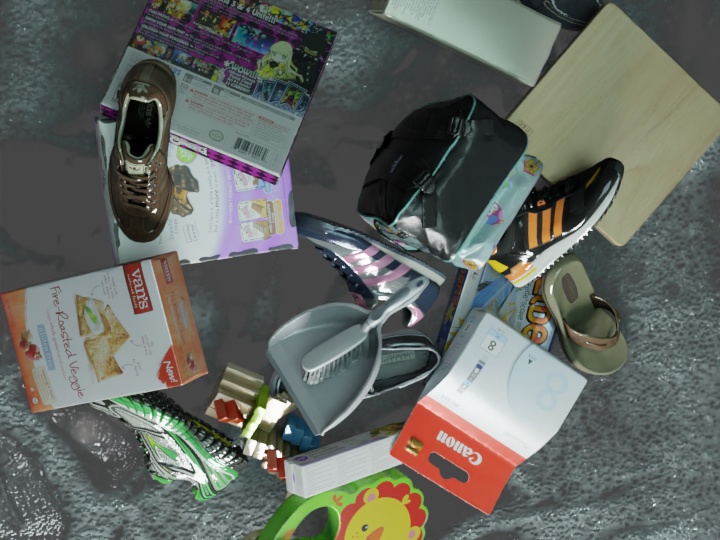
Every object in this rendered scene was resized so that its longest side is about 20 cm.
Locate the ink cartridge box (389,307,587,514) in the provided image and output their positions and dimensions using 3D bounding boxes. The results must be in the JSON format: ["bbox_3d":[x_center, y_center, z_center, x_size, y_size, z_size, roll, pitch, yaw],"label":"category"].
[{"bbox_3d":[0.150,0.168,1.564,0.160,0.047,0.200,34,83,-20],"label":"ink cartridge box"}]

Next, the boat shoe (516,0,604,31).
[{"bbox_3d":[0.203,-0.335,1.517,0.200,0.063,0.073,34,91,-19],"label":"boat shoe"}]

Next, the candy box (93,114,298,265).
[{"bbox_3d":[-0.179,-0.097,1.457,0.199,0.072,0.168,-9,103,-14],"label":"candy box"}]

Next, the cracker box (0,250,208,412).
[{"bbox_3d":[-0.270,0.066,1.406,0.200,0.058,0.134,-13,94,25],"label":"cracker box"}]

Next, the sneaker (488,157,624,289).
[{"bbox_3d":[0.206,-0.066,1.496,0.090,0.070,0.200,36,127,-8],"label":"sneaker"}]

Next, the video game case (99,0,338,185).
[{"bbox_3d":[-0.146,-0.207,1.404,0.200,0.036,0.182,21,71,-4],"label":"video game case"}]

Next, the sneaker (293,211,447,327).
[{"bbox_3d":[0.000,0.000,1.526,0.200,0.070,0.082,25,92,-17],"label":"sneaker"}]

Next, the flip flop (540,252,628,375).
[{"bbox_3d":[0.276,0.058,1.594,0.081,0.058,0.200,-46,131,-19],"label":"flip flop"}]

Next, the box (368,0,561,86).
[{"bbox_3d":[0.117,-0.283,1.501,0.200,0.068,0.082,24,95,-19],"label":"box"}]

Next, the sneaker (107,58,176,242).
[{"bbox_3d":[-0.226,-0.109,1.339,0.070,0.076,0.200,9,118,3],"label":"sneaker"}]

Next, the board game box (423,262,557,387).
[{"bbox_3d":[0.168,0.063,1.603,0.135,0.034,0.200,14,97,-18],"label":"board game box"}]

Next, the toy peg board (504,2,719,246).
[{"bbox_3d":[0.285,-0.168,1.566,0.199,0.098,0.200,41,89,-7],"label":"toy peg board"}]

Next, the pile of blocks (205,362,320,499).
[{"bbox_3d":[-0.096,0.192,1.525,0.082,0.062,0.200,-35,114,19],"label":"pile of blocks"}]

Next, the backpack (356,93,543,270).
[{"bbox_3d":[0.090,-0.096,1.467,0.153,0.200,0.176,33,84,-25],"label":"backpack"}]

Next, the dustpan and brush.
[{"bbox_3d":[-0.003,0.074,1.500,0.200,0.140,0.057,-33,149,-3],"label":"dustpan and brush"}]

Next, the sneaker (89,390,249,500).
[{"bbox_3d":[-0.224,0.192,1.500,0.200,0.078,0.085,38,91,-19],"label":"sneaker"}]

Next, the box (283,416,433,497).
[{"bbox_3d":[0.004,0.213,1.550,0.200,0.039,0.042,-15,104,-35],"label":"box"}]

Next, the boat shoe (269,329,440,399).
[{"bbox_3d":[-0.004,0.119,1.549,0.200,0.068,0.072,-11,104,-12],"label":"boat shoe"}]

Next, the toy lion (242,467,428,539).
[{"bbox_3d":[-0.017,0.309,1.570,0.200,0.069,0.192,40,85,-38],"label":"toy lion"}]
